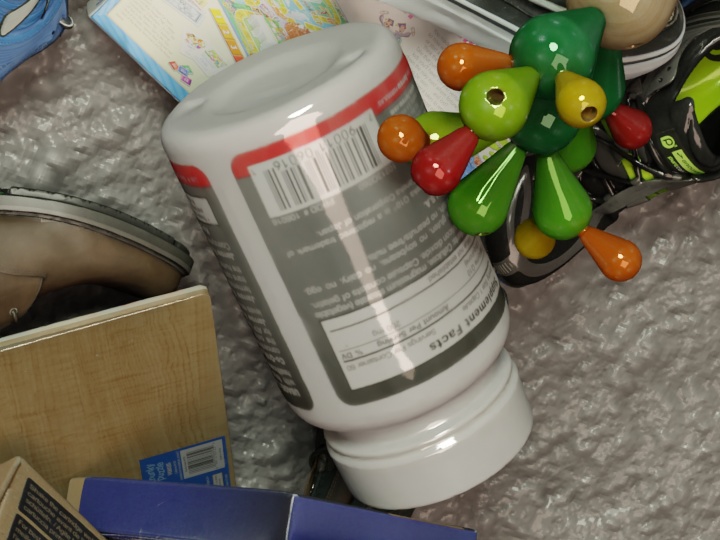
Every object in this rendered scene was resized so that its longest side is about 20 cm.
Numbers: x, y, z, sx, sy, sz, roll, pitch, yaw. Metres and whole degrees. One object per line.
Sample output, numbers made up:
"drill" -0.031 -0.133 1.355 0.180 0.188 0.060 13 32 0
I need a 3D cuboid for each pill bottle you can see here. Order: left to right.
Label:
"pill bottle" 0.000 0.000 0.782 0.114 0.114 0.200 -25 112 -3

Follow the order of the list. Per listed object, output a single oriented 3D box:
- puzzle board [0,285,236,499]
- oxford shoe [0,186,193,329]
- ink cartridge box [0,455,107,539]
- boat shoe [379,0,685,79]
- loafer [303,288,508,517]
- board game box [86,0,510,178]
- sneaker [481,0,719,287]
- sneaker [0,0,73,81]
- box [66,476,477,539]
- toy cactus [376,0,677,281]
"puzzle board" -0.140 0.087 0.844 0.151 0.017 0.200 -16 143 -11
"oxford shoe" -0.173 0.000 0.796 0.200 0.073 0.084 8 85 -28
"ink cartridge box" -0.195 0.194 0.842 0.200 0.075 0.165 -23 122 27
"boat shoe" 0.077 -0.138 0.774 0.200 0.072 0.071 11 150 -30
"loafer" 0.010 0.081 0.911 0.072 0.063 0.200 -2 122 -59
"board game box" -0.012 -0.103 0.824 0.134 0.034 0.200 -44 111 6
"sneaker" 0.138 -0.067 0.859 0.200 0.083 0.071 -41 114 7
"sneaker" -0.165 -0.141 0.751 0.079 0.089 0.200 45 118 16
"box" -0.034 0.124 0.814 0.121 0.200 0.032 18 76 -42
"toy cactus" 0.093 -0.079 0.714 0.165 0.102 0.200 -57 155 9
